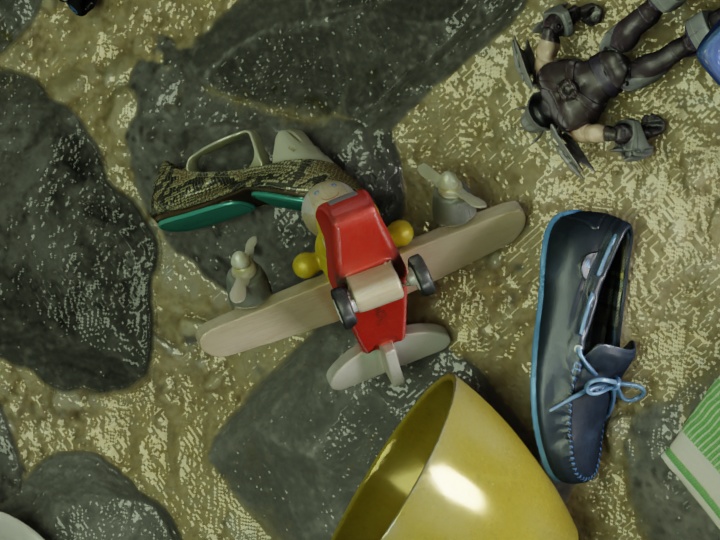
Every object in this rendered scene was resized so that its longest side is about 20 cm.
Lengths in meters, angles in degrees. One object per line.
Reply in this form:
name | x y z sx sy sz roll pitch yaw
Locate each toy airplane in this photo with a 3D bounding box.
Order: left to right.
toy airplane | 0.000 0.000 1.752 0.199 0.200 0.141 -43 61 36

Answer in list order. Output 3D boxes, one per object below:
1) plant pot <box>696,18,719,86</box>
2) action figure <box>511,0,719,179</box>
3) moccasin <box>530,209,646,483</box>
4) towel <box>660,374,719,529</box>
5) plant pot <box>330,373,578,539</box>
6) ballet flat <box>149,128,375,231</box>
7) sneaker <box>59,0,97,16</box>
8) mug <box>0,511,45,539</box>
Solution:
plant pot | 0.355 -0.159 1.517 0.200 0.180 0.200 44 116 -6
action figure | 0.189 -0.148 1.691 0.200 0.069 0.130 -33 87 31
moccasin | 0.165 0.058 1.716 0.068 0.080 0.201 3 98 29
towel | 0.303 0.101 1.650 0.200 0.023 0.153 -59 44 23
plant pot | 0.075 0.198 1.736 0.142 0.200 0.200 32 112 -6
ballet flat | -0.079 -0.074 1.844 0.199 0.068 0.076 -4 79 30
sneaker | -0.252 -0.245 1.903 0.199 0.078 0.090 -12 94 28
mug | -0.350 0.288 1.993 0.175 0.147 0.200 -46 45 32
